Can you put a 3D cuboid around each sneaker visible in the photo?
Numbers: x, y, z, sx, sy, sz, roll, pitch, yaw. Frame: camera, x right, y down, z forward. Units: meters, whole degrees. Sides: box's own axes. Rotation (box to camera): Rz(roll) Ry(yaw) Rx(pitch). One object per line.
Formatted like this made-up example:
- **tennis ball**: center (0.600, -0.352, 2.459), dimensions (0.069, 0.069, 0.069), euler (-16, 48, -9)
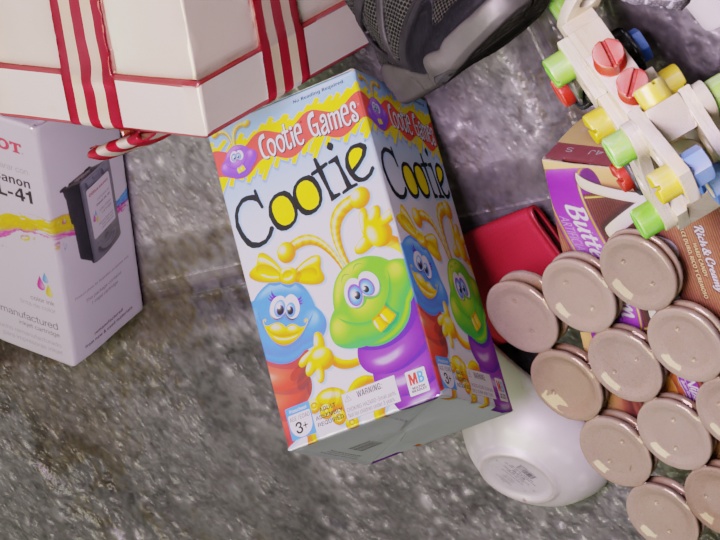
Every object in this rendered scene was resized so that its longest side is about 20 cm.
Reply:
- **sneaker**: center (0.036, -0.161, 1.579), dimensions (0.114, 0.076, 0.199), euler (57, 167, -5)

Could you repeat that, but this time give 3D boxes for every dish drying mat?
- **dish drying mat**: center (0.064, 0.016, 1.773), dimensions (0.200, 0.018, 0.077), euler (-24, 106, 47)

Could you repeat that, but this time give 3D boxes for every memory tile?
- **memory tile**: center (0.170, 0.071, 1.640), dimensions (0.153, 0.017, 0.200), euler (-25, 104, 48)

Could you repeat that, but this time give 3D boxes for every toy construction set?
- **toy construction set**: center (0.147, -0.105, 1.508), dimensions (0.131, 0.092, 0.200), euler (62, -169, -67)

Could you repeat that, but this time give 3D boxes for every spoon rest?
- **spoon rest**: center (0.076, 0.081, 1.776), dimensions (0.200, 0.061, 0.099), euler (40, 144, -24)

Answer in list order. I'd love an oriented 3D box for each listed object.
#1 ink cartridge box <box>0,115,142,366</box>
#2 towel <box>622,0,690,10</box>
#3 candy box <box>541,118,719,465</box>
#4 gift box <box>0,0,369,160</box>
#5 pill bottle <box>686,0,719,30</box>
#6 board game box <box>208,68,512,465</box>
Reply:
- **ink cartridge box**: center (-0.237, -0.052, 1.930), dimensions (0.147, 0.086, 0.200), euler (19, 133, 30)
- **towel**: center (0.093, -0.231, 1.329), dimensions (0.200, 0.086, 0.166), euler (27, 128, 18)
- **candy box**: center (0.183, 0.014, 1.637), dimensions (0.117, 0.056, 0.200), euler (10, 128, 36)
- **gift box**: center (-0.119, -0.178, 1.662), dimensions (0.200, 0.184, 0.187), euler (9, 118, 41)
- **pill bottle**: center (0.151, -0.226, 1.429), dimensions (0.200, 0.114, 0.114), euler (53, 139, -6)
- **board game box**: center (0.000, 0.000, 1.661), dimensions (0.103, 0.105, 0.200), euler (-22, 73, 22)
